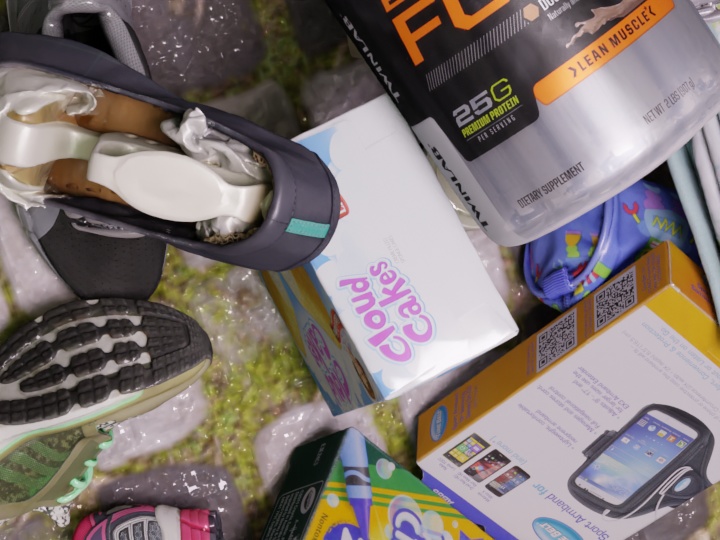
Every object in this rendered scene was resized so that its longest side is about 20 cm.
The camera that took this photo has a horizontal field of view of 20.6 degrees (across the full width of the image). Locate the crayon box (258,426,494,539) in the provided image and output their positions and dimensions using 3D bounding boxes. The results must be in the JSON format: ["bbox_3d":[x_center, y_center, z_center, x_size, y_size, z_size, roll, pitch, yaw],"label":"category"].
[{"bbox_3d":[0.032,0.191,1.019,0.200,0.051,0.126,40,51,-22],"label":"crayon box"}]

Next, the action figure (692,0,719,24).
[{"bbox_3d":[0.113,-0.182,0.887,0.129,0.069,0.202,-3,98,2],"label":"action figure"}]

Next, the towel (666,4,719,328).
[{"bbox_3d":[0.228,-0.048,0.995,0.170,0.048,0.202,-4,75,-39],"label":"towel"}]

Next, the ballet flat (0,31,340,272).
[{"bbox_3d":[-0.104,-0.049,0.787,0.199,0.073,0.074,19,99,17],"label":"ballet flat"}]

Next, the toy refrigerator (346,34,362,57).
[{"bbox_3d":[0.023,-0.206,0.932,0.076,0.070,0.202,-26,113,-44],"label":"toy refrigerator"}]

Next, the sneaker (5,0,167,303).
[{"bbox_3d":[-0.122,-0.046,0.894,0.074,0.116,0.201,-12,122,-8],"label":"sneaker"}]

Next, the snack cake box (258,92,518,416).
[{"bbox_3d":[0.000,0.000,0.902,0.067,0.200,0.116,-26,87,-9],"label":"snack cake box"}]

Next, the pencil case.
[{"bbox_3d":[0.183,0.013,1.037,0.199,0.078,0.087,22,63,-20],"label":"pencil case"}]

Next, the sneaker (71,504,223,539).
[{"bbox_3d":[-0.113,0.216,1.006,0.074,0.081,0.202,5,96,0],"label":"sneaker"}]

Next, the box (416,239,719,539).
[{"bbox_3d":[0.122,0.080,1.018,0.119,0.042,0.200,38,125,-24],"label":"box"}]

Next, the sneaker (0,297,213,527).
[{"bbox_3d":[-0.153,0.082,0.957,0.199,0.077,0.089,-25,132,11],"label":"sneaker"}]

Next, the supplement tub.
[{"bbox_3d":[0.049,-0.122,0.791,0.122,0.122,0.201,-36,95,-6],"label":"supplement tub"}]

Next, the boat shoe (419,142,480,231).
[{"bbox_3d":[0.093,-0.082,0.993,0.075,0.066,0.199,49,64,-8],"label":"boat shoe"}]
